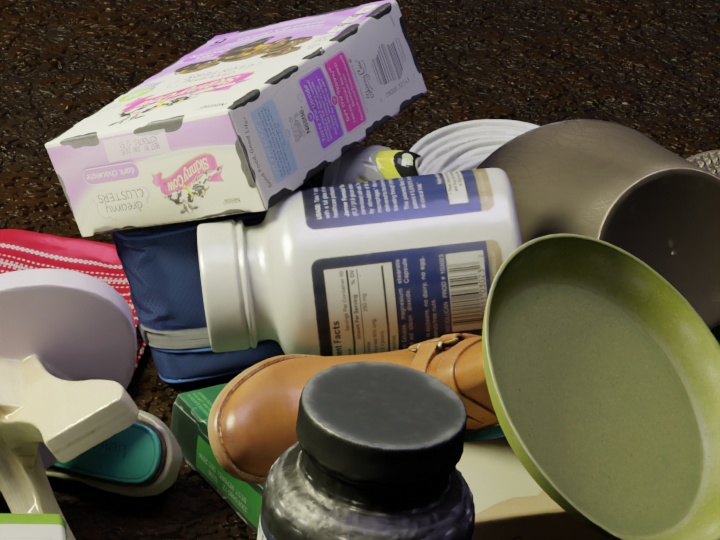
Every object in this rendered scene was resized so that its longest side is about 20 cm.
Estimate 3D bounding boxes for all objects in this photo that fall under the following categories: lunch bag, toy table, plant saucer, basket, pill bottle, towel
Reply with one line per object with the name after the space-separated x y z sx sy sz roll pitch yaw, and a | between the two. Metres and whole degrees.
-0.090 -0.010 1.495 0.135 0.133 0.200 -9 24 8 | lunch bag
-0.215 0.095 1.215 0.184 0.200 0.117 43 14 -27 | toy table
0.142 0.074 1.213 0.199 0.031 0.201 22 49 -27 | plant saucer
0.177 -0.025 1.440 0.179 0.137 0.200 -11 12 -14 | basket
0.000 0.000 1.344 0.199 0.112 0.111 -6 27 -2 | pill bottle
0.000 0.154 1.105 0.111 0.201 0.112 7 27 -4 | pill bottle
-0.217 0.026 1.505 0.144 0.023 0.200 8 26 1 | towel

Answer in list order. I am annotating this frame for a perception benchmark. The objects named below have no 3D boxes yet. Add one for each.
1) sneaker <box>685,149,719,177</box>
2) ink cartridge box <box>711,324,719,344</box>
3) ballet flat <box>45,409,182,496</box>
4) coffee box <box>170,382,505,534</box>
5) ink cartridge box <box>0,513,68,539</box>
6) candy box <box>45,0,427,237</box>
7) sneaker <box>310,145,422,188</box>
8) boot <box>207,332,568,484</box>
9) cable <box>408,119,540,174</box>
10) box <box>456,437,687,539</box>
0.222 -0.037 1.721 0.199 0.076 0.071 -12 55 4 | sneaker
0.304 0.049 1.467 0.148 0.076 0.200 37 23 -10 | ink cartridge box
-0.203 0.099 1.330 0.199 0.070 0.069 16 27 12 | ballet flat
-0.007 0.107 1.375 0.199 0.044 0.123 -12 35 -34 | coffee box
-0.218 0.208 1.078 0.147 0.076 0.200 2 28 -14 | ink cartridge box
-0.080 -0.102 1.411 0.167 0.072 0.200 -6 22 38 | candy box
0.027 -0.002 1.448 0.076 0.200 0.076 -6 47 17 | sneaker
0.025 0.078 1.250 0.199 0.077 0.155 -1 -8 -40 | boot
0.115 -0.035 1.626 0.199 0.069 0.200 12 41 10 | cable
0.081 0.156 1.249 0.199 0.095 0.078 -5 32 -23 | box
